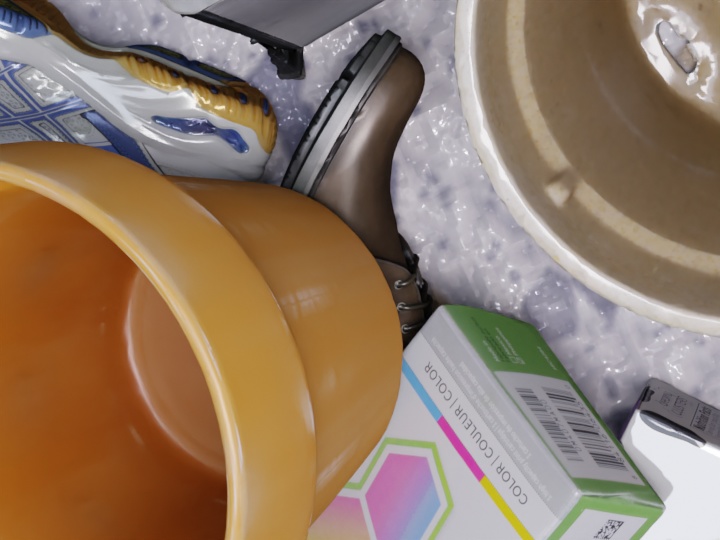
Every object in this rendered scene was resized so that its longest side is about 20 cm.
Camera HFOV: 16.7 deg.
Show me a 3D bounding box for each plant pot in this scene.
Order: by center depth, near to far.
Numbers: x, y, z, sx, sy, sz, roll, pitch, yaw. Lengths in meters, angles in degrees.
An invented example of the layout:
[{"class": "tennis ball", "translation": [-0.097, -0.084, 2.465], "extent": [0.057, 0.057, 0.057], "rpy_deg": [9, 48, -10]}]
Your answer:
[{"class": "plant pot", "translation": [0.147, -0.094, 0.885], "extent": [0.200, 0.183, 0.201], "rpy_deg": [3, 104, 11]}, {"class": "plant pot", "translation": [-0.080, 0.045, 0.890], "extent": [0.200, 0.183, 0.200], "rpy_deg": [7, 104, 28]}]

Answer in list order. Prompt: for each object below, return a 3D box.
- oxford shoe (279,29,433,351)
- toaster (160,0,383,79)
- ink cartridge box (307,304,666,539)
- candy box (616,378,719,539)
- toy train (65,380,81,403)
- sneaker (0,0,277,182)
[{"class": "oxford shoe", "translation": [0.000, 0.000, 0.995], "extent": [0.084, 0.073, 0.200], "rpy_deg": [18, 113, 5]}, {"class": "toaster", "translation": [-0.037, -0.182, 0.921], "extent": [0.119, 0.200, 0.181], "rpy_deg": [-25, 85, 11]}, {"class": "ink cartridge box", "translation": [0.019, 0.123, 0.971], "extent": [0.200, 0.059, 0.104], "rpy_deg": [-53, 51, 23]}, {"class": "candy box", "translation": [0.167, 0.163, 0.980], "extent": [0.200, 0.072, 0.168], "rpy_deg": [25, 102, 7]}, {"class": "toy train", "translation": [-0.193, 0.111, 0.995], "extent": [0.200, 0.114, 0.085], "rpy_deg": [-42, 88, -12]}, {"class": "sneaker", "translation": [-0.138, -0.065, 1.003], "extent": [0.200, 0.075, 0.088], "rpy_deg": [24, 104, 3]}]
